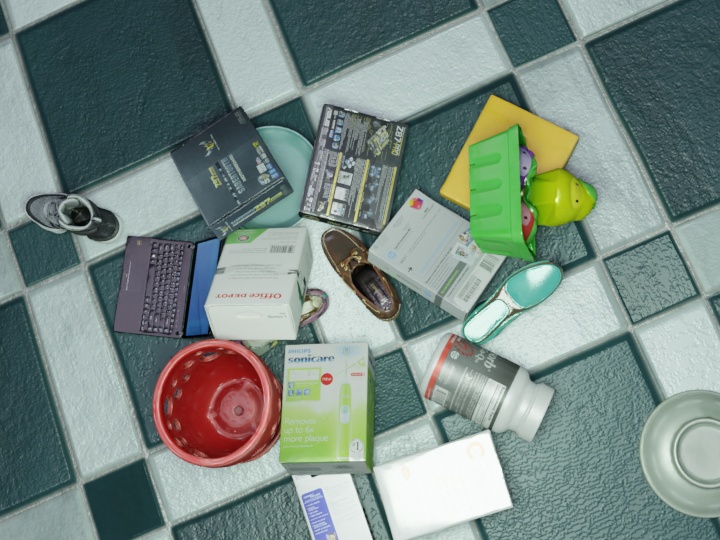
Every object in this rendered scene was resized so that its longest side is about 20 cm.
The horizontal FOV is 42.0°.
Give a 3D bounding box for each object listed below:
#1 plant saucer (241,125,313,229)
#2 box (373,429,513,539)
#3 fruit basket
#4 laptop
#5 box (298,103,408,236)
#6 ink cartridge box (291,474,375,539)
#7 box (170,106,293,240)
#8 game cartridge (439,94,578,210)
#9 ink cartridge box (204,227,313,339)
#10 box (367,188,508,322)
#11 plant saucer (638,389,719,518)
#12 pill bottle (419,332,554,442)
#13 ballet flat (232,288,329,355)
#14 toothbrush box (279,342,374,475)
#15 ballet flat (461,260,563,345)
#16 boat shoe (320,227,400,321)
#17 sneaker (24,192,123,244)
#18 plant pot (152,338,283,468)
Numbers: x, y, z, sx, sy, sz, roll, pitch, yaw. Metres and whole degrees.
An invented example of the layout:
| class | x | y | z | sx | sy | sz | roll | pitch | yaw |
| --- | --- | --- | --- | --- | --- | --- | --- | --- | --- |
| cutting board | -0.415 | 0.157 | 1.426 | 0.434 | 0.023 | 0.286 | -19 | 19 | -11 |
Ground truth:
| class | x | y | z | sx | sy | sz | roll | pitch | yaw |
| --- | --- | --- | --- | --- | --- | --- | --- | --- | --- |
| plant saucer | -0.163 | -0.160 | 1.696 | 0.197 | 0.036 | 0.203 | -2 | 78 | 8 |
| box | 0.135 | 0.349 | 1.517 | 0.197 | 0.098 | 0.126 | -18 | 76 | 6 |
| fruit basket | 0.285 | -0.123 | 1.539 | 0.213 | 0.155 | 0.219 | -6 | 72 | 18 |
| laptop | -0.340 | 0.024 | 1.651 | 0.197 | 0.103 | 0.180 | 6 | 79 | 3 |
| box | -0.012 | -0.176 | 1.649 | 0.159 | 0.049 | 0.203 | 12 | 81 | -4 |
| ink cartridge box | -0.038 | 0.416 | 1.561 | 0.098 | 0.039 | 0.202 | -20 | 78 | 4 |
| box | -0.228 | -0.173 | 1.640 | 0.157 | 0.051 | 0.201 | -33 | 57 | 1 |
| game cartridge | 0.259 | -0.182 | 1.639 | 0.175 | 0.032 | 0.202 | 28 | 87 | 13 |
| ink cartridge box | -0.167 | 0.021 | 1.584 | 0.144 | 0.085 | 0.201 | -1 | 42 | 10 |
| box | 0.134 | -0.028 | 1.593 | 0.199 | 0.041 | 0.156 | 32 | 63 | 12 |
| plant saucer | 0.547 | 0.290 | 1.488 | 0.197 | 0.050 | 0.203 | -2 | 79 | 8 |
| pill bottle | 0.206 | 0.193 | 1.527 | 0.198 | 0.116 | 0.117 | 25 | 84 | 12 |
| ballet flat | -0.145 | 0.089 | 1.625 | 0.198 | 0.071 | 0.070 | -29 | 79 | 3 |
| toothbrush box | -0.053 | 0.229 | 1.556 | 0.143 | 0.086 | 0.203 | -2 | 63 | 9 |
| ballet flat | 0.251 | 0.049 | 1.567 | 0.199 | 0.070 | 0.068 | -39 | 87 | 12 |
| boat shoe | 0.000 | 0.000 | 1.622 | 0.070 | 0.070 | 0.200 | -42 | 75 | 0 |
| sneaker | -0.537 | -0.108 | 1.704 | 0.197 | 0.114 | 0.076 | 15 | 81 | 11 |
| plant pot | -0.221 | 0.223 | 1.553 | 0.197 | 0.183 | 0.204 | -2 | 79 | 9 |
